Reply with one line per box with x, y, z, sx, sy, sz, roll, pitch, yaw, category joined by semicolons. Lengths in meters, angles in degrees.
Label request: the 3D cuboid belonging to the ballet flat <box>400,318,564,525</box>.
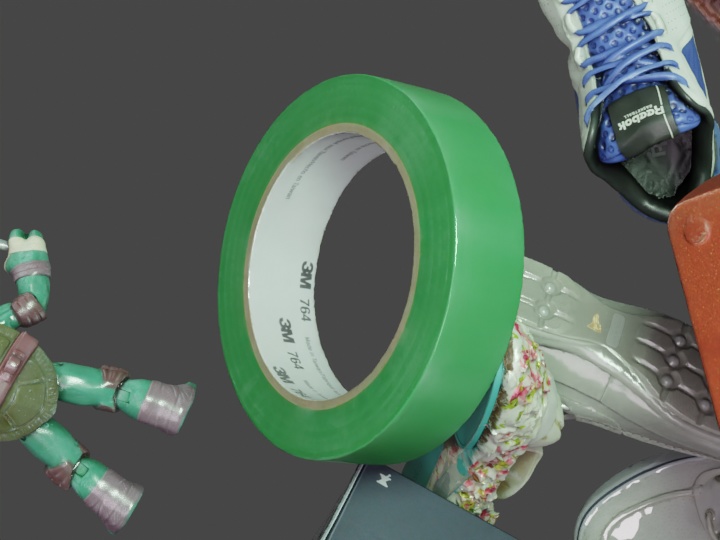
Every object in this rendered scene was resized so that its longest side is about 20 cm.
0.073;0.085;0.906;0.064;0.076;0.200;5;148;-13;ballet flat

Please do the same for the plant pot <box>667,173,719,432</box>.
0.257;0.013;0.774;0.200;0.176;0.200;-20;78;41;plant pot

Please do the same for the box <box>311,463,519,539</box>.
0.040;0.232;0.924;0.200;0.104;0.182;28;133;1;box

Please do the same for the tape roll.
0.000;0.000;0.870;0.048;0.200;0.200;10;110;-38;tape roll

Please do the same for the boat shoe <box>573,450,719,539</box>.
0.216;0.138;0.928;0.200;0.070;0.071;-11;102;11;boat shoe

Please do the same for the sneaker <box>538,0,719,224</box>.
0.141;-0.109;0.855;0.081;0.115;0.199;-20;100;12;sneaker

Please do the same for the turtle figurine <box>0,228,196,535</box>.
-0.204;0.064;0.962;0.200;0.101;0.150;30;106;-6;turtle figurine

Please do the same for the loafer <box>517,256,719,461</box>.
0.135;0.055;0.928;0.200;0.070;0.070;28;142;2;loafer
